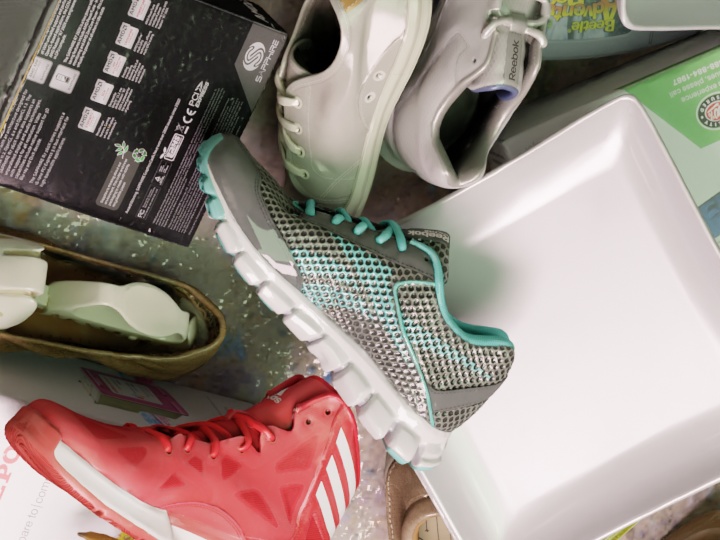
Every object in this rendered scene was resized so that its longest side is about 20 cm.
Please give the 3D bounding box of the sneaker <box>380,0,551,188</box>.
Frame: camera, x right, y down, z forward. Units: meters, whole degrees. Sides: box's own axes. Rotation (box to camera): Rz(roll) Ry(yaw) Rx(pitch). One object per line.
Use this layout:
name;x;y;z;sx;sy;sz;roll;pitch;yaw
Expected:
sneaker;0.070;-0.131;1.269;0.074;0.087;0.201;9;109;-25

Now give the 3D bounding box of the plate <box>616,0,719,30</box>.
plate;0.204;-0.223;1.318;0.199;0.032;0.201;-3;102;-38

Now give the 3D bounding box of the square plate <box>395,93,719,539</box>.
square plate;0.102;0.038;1.305;0.200;0.028;0.198;-29;97;17

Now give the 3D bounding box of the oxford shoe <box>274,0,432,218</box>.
oxford shoe;-0.019;-0.079;1.287;0.058;0.075;0.200;0;134;-22

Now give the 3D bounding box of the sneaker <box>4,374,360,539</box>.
sneaker;-0.079;0.083;1.269;0.200;0.078;0.116;37;83;-43

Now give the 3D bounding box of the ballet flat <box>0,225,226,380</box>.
ballet flat;-0.153;0.014;1.284;0.200;0.072;0.068;16;74;-29

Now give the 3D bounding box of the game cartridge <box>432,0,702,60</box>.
game cartridge;0.103;-0.177;1.334;0.199;0.041;0.133;-2;119;-23

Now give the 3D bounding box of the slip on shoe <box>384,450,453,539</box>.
slip on shoe;0.057;0.171;1.438;0.076;0.061;0.200;-9;134;3

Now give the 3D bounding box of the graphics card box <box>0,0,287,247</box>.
graphics card box;-0.149;-0.100;1.250;0.200;0.051;0.126;18;105;-28

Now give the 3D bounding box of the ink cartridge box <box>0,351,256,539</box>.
ink cartridge box;-0.140;0.130;1.343;0.200;0.085;0.145;16;106;-28

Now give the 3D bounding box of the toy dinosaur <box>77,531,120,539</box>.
toy dinosaur;-0.117;0.181;1.305;0.199;0.061;0.106;-17;145;-8

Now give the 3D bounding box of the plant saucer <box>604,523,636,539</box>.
plant saucer;0.132;0.075;1.459;0.200;0.048;0.200;-41;123;-1

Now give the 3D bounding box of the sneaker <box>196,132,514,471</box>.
sneaker;0.000;0.000;1.269;0.091;0.078;0.200;-39;105;6

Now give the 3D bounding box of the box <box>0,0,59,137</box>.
box;-0.227;-0.156;1.148;0.200;0.049;0.160;25;101;-7

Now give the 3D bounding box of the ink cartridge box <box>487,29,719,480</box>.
ink cartridge box;0.168;-0.009;1.360;0.145;0.088;0.201;-22;100;-4

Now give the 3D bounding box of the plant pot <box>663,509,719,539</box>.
plant pot;0.245;0.240;1.518;0.200;0.200;0.174;-44;108;1
